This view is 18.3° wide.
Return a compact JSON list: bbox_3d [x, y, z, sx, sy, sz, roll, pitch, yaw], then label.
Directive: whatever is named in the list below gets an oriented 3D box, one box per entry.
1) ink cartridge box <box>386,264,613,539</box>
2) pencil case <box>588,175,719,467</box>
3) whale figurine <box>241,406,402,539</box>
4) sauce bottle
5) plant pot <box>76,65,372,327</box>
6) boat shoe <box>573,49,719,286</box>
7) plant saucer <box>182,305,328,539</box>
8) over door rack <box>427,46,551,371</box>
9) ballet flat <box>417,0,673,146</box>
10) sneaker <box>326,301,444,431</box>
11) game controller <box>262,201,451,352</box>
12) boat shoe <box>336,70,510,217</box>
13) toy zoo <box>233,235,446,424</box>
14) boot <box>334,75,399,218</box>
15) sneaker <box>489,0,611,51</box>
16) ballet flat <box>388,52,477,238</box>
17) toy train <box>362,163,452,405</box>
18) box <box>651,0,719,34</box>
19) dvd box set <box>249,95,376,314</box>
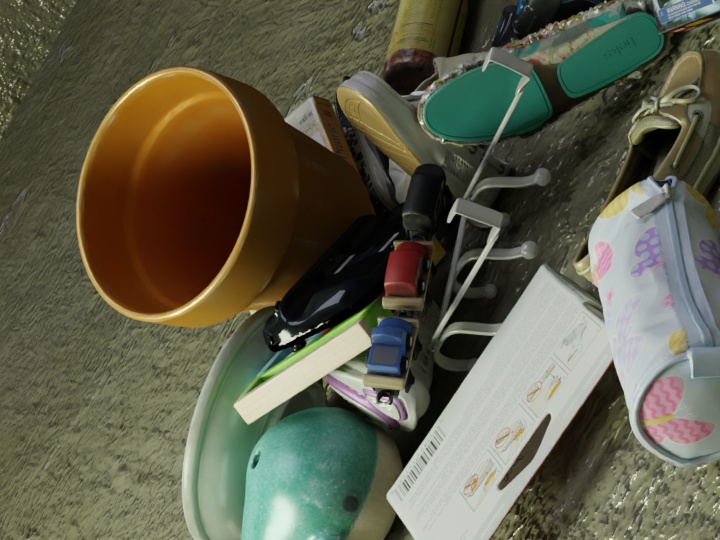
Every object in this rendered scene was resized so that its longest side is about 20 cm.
[{"bbox_3d":[0.107,0.108,1.489,0.200,0.043,0.174,-56,21,6],"label":"ink cartridge box"},{"bbox_3d":[0.190,0.027,1.346,0.200,0.083,0.091,-93,19,-55],"label":"pencil case"},{"bbox_3d":[-0.053,0.193,1.656,0.201,0.103,0.159,-59,20,4],"label":"whale figurine"},{"bbox_3d":[0.067,-0.236,2.039,0.066,0.066,0.201,-38,26,44],"label":"sauce bottle"},{"bbox_3d":[-0.094,-0.047,1.797,0.200,0.183,0.201,-10,75,40],"label":"plant pot"},{"bbox_3d":[0.198,-0.071,1.496,0.073,0.063,0.201,-19,44,60],"label":"boat shoe"},{"bbox_3d":[-0.070,0.129,1.759,0.050,0.200,0.201,14,68,23],"label":"plant saucer"},{"bbox_3d":[0.098,-0.035,1.602,0.200,0.066,0.148,96,-174,-56],"label":"over door rack"},{"bbox_3d":[0.138,-0.147,1.664,0.199,0.076,0.064,-20,17,6],"label":"ballet flat"},{"bbox_3d":[0.022,0.060,1.684,0.100,0.075,0.200,-51,12,0],"label":"sneaker"},{"bbox_3d":[0.000,0.000,1.682,0.104,0.042,0.200,-17,17,29],"label":"game controller"},{"bbox_3d":[0.052,-0.109,1.719,0.071,0.200,0.069,33,86,39],"label":"boat shoe"},{"bbox_3d":[-0.009,0.036,1.691,0.131,0.020,0.200,-33,8,31],"label":"toy zoo"},{"bbox_3d":[-0.019,-0.066,1.965,0.154,0.073,0.204,-51,32,23],"label":"boot"},{"bbox_3d":[0.149,-0.180,1.766,0.200,0.082,0.074,124,162,-75],"label":"sneaker"},{"bbox_3d":[0.057,-0.102,1.858,0.069,0.069,0.201,-33,29,50],"label":"ballet flat"},{"bbox_3d":[0.034,0.006,1.587,0.046,0.034,0.201,79,-160,-53],"label":"toy train"},{"bbox_3d":[0.260,-0.250,1.531,0.200,0.040,0.138,-17,84,62],"label":"box"},{"bbox_3d":[-0.048,-0.026,1.896,0.146,0.029,0.201,-40,58,31],"label":"dvd box set"}]
